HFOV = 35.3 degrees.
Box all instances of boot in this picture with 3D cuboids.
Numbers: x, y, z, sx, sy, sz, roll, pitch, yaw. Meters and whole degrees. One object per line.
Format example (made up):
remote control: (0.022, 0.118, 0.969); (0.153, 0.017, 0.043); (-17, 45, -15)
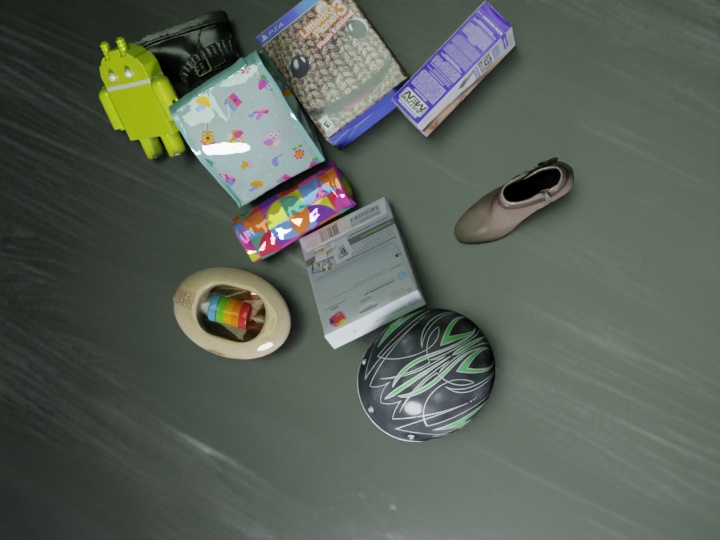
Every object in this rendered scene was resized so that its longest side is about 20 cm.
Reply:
boot: (-0.278, -0.307, 1.804); (0.209, 0.079, 0.159); (-21, 83, 9)
boot: (0.219, -0.102, 1.653); (0.199, 0.146, 0.071); (-31, 83, 9)

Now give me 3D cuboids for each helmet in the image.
helmet: (0.097, 0.150, 1.638); (0.197, 0.191, 0.203); (-1, 86, 11)

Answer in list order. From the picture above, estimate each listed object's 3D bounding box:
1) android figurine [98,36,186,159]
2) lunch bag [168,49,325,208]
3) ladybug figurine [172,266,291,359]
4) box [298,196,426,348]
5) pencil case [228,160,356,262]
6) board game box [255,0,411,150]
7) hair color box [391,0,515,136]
android figurine: (-0.346, -0.271, 1.776); (0.181, 0.041, 0.202); (2, 123, 45)
lunch bag: (-0.174, -0.222, 1.713); (0.169, 0.200, 0.123); (-29, 41, 9)
ladybug figurine: (-0.198, 0.066, 1.767); (0.198, 0.072, 0.137); (18, 91, 12)
box: (0.000, 0.000, 1.695); (0.155, 0.041, 0.201); (-26, 47, 9)
pencil case: (-0.105, -0.091, 1.753); (0.198, 0.088, 0.089); (-27, 81, 8)
board game box: (-0.035, -0.318, 1.745); (0.159, 0.097, 0.201); (-37, 80, 7)
hair color box: (0.142, -0.300, 1.701); (0.200, 0.109, 0.065); (-44, 81, 6)
